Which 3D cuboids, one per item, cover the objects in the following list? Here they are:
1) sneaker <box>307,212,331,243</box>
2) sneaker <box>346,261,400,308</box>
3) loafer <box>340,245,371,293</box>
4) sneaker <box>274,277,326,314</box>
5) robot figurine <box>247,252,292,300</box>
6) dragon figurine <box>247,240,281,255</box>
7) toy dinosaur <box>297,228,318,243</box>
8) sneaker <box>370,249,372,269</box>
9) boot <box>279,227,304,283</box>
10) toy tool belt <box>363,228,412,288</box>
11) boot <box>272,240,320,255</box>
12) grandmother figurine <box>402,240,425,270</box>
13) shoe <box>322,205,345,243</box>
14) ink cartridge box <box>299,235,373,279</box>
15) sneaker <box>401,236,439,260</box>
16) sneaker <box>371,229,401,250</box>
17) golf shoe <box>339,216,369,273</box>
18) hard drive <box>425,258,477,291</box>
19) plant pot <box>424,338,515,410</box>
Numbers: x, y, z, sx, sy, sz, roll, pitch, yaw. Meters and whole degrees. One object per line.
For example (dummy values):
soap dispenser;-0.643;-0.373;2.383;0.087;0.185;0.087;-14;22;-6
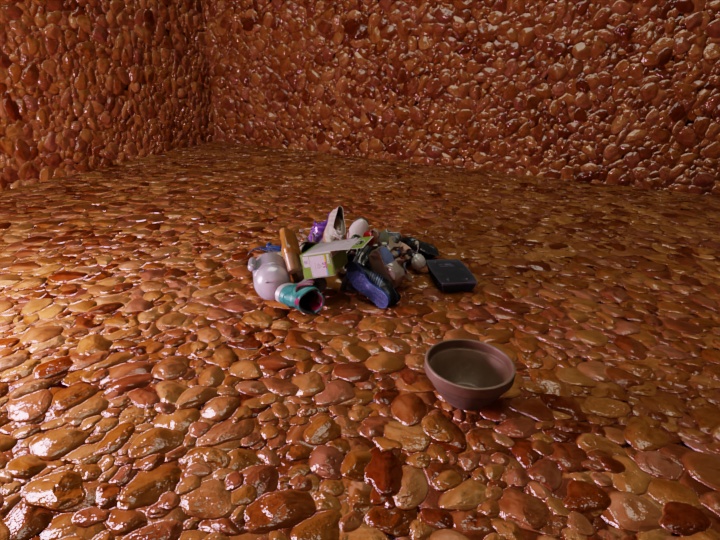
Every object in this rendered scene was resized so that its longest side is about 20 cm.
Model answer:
sneaker;-0.161;-0.132;1.949;0.200;0.084;0.081;-43;15;1
sneaker;0.039;0.040;1.633;0.077;0.071;0.200;-10;46;-47
loafer;0.000;0.000;1.727;0.062;0.073;0.202;23;52;10
sneaker;-0.141;0.069;1.566;0.119;0.085;0.198;24;26;34
robot figurine;-0.273;0.018;1.633;0.168;0.114;0.200;29;13;-24
dragon figurine;-0.301;-0.064;1.887;0.195;0.060;0.100;5;14;-11
toy dinosaur;-0.191;-0.089;1.856;0.197;0.102;0.058;17;54;36
sneaker;0.060;-0.036;1.849;0.112;0.077;0.200;-5;26;-26
boot;-0.195;-0.045;1.653;0.069;0.147;0.201;-15;-19;7
toy tool belt;0.092;-0.042;1.708;0.122;0.203;0.124;-19;-6;-41
boot;-0.228;-0.046;1.762;0.196;0.074;0.154;-8;-9;-29
grandmother figurine;0.169;-0.056;1.895;0.060;0.122;0.200;37;2;-34
shoe;-0.087;-0.143;1.848;0.069;0.053;0.203;26;45;-26
ink cartridge box;-0.063;-0.040;1.598;0.196;0.077;0.148;-7;14;17
sneaker;0.208;-0.072;1.957;0.197;0.061;0.104;17;24;26
sneaker;0.083;-0.109;1.947;0.090;0.067;0.199;-47;23;-14
golf shoe;-0.018;-0.080;1.783;0.076;0.204;0.088;23;0;-13
hard drive;0.299;0.015;1.778;0.132;0.043;0.201;-2;23;-9
plant pot;0.236;0.240;1.176;0.196;0.095;0.202;1;23;0
